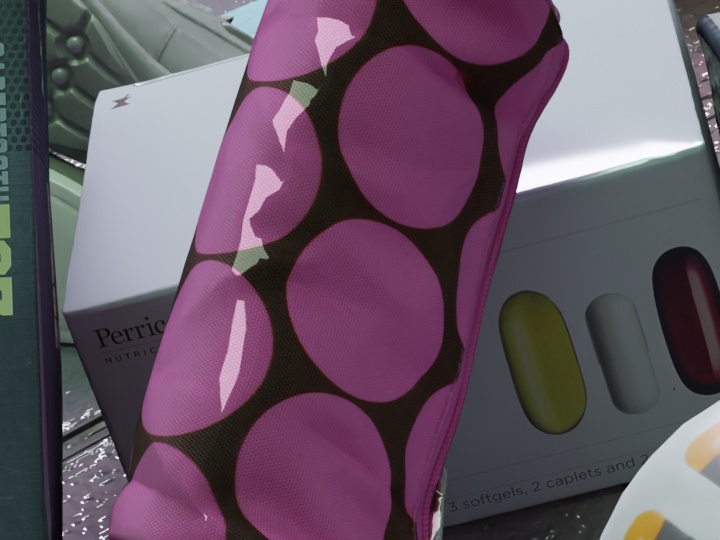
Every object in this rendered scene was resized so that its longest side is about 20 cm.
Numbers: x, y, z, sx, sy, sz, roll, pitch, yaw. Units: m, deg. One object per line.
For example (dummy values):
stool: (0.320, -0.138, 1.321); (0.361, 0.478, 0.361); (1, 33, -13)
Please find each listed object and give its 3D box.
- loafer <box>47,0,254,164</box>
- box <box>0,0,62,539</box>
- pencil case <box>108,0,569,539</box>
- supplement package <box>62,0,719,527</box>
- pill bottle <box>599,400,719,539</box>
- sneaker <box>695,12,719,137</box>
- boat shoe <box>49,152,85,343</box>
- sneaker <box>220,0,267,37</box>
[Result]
loafer: (-0.074, -0.069, 1.051); (0.200, 0.070, 0.070); (34, 31, 2)
box: (-0.115, -0.010, 0.839); (0.051, 0.201, 0.158); (-3, -5, -4)
pencil case: (0.000, 0.000, 0.779); (0.093, 0.091, 0.201); (14, 76, 4)
supplement package: (0.019, -0.004, 0.916); (0.199, 0.111, 0.156); (-15, 28, 8)
pill bottle: (0.146, 0.107, 0.639); (0.116, 0.117, 0.200); (-28, 30, -17)
sneaker: (0.182, -0.053, 0.881); (0.146, 0.077, 0.202); (-10, 1, 10)
boat shoe: (-0.140, -0.024, 1.087); (0.201, 0.072, 0.060); (14, 28, 33)
sneaker: (-0.007, -0.089, 1.120); (0.199, 0.074, 0.082); (-13, 31, 8)
